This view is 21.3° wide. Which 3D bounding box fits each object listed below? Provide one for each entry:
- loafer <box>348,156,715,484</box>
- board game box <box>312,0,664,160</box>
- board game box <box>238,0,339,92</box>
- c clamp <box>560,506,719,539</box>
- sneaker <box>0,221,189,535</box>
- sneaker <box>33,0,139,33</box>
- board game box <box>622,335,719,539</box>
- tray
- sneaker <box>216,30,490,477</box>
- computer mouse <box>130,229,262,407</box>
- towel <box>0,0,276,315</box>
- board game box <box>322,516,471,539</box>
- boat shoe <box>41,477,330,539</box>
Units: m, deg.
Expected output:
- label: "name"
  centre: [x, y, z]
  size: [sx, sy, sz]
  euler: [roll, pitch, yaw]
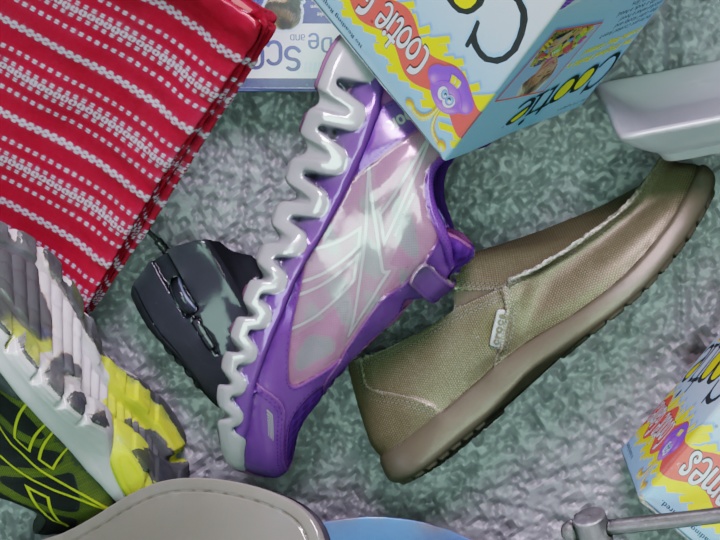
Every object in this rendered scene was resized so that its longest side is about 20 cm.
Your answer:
- label: "loafer"
  centre: [0.073, 0.012, 0.858]
  size: [0.200, 0.076, 0.068]
  euler: [-42, 85, 3]
- label: "board game box"
  centre: [0.080, -0.156, 0.750]
  size: [0.103, 0.105, 0.200]
  euler: [50, 132, 15]
- label: "board game box"
  centre: [-0.077, -0.148, 0.866]
  size: [0.198, 0.034, 0.137]
  euler: [1, 98, 3]
- label: "c clamp"
  centre: [0.101, 0.188, 0.831]
  size: [0.169, 0.027, 0.202]
  euler: [-2, 116, 26]
- label: "sneaker"
  centre: [-0.149, 0.060, 0.842]
  size: [0.084, 0.075, 0.201]
  euler: [-20, 132, 14]
- label: "sneaker"
  centre: [-0.164, -0.124, 0.831]
  size: [0.198, 0.076, 0.088]
  euler: [22, 116, 4]
- label: "board game box"
  centre: [0.218, 0.044, 0.833]
  size: [0.103, 0.105, 0.200]
  euler: [39, 97, -1]
- label: "tray"
  centre: [0.204, -0.079, 0.826]
  size: [0.198, 0.107, 0.022]
  euler: [-11, 105, 5]
- label: "sneaker"
  centre: [0.000, 0.000, 0.822]
  size: [0.088, 0.080, 0.202]
  euler: [20, 96, 1]
- label: "computer mouse"
  centre: [-0.095, -0.012, 0.868]
  size: [0.058, 0.034, 0.200]
  euler: [-35, 104, 17]
- label: "towel"
  centre: [-0.138, -0.071, 0.806]
  size: [0.144, 0.023, 0.200]
  euler: [30, 127, -10]
- label: "board game box"
  centre: [0.007, 0.206, 0.908]
  size: [0.156, 0.039, 0.202]
  euler: [12, 103, -4]
- label: "boat shoe"
  centre: [-0.086, 0.137, 0.857]
  size: [0.199, 0.063, 0.073]
  euler: [-18, 73, 31]
